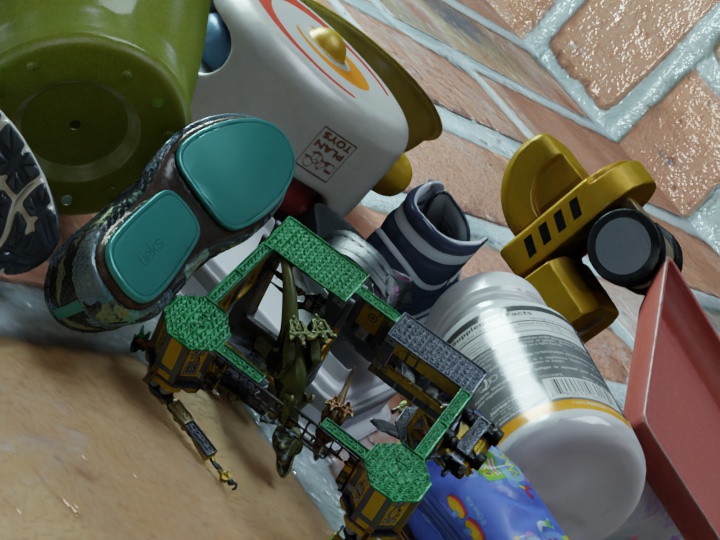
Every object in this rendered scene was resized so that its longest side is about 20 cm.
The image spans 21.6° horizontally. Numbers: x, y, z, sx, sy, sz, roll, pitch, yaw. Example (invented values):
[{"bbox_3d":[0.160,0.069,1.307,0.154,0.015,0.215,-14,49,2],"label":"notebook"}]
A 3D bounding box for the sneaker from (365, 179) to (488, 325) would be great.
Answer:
[{"bbox_3d":[0.056,-0.006,1.422,0.070,0.109,0.200,49,16,18],"label":"sneaker"}]

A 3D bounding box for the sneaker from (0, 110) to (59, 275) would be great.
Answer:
[{"bbox_3d":[-0.225,-0.082,0.966,0.200,0.078,0.086,44,12,-2],"label":"sneaker"}]

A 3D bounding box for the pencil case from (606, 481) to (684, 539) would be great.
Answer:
[{"bbox_3d":[0.214,0.171,1.415,0.083,0.092,0.199,21,-4,39],"label":"pencil case"}]

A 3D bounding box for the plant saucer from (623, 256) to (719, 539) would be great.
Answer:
[{"bbox_3d":[0.246,0.124,1.365,0.201,0.036,0.200,56,29,-23],"label":"plant saucer"}]

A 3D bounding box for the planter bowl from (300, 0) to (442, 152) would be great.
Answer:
[{"bbox_3d":[-0.038,-0.136,1.515,0.199,0.084,0.201,34,-12,8],"label":"planter bowl"}]

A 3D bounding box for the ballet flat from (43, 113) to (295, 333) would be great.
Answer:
[{"bbox_3d":[-0.105,-0.026,1.009,0.074,0.074,0.200,44,35,3],"label":"ballet flat"}]

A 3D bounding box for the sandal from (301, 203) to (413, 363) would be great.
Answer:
[{"bbox_3d":[-0.001,-0.001,1.215,0.075,0.048,0.201,37,15,-24],"label":"sandal"}]

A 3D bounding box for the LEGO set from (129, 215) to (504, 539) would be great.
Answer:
[{"bbox_3d":[-0.031,0.078,1.040,0.199,0.116,0.154,30,45,2],"label":"LEGO set"}]

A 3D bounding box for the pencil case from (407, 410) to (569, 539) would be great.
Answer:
[{"bbox_3d":[0.089,0.173,1.093,0.087,0.078,0.201,18,30,-55],"label":"pencil case"}]

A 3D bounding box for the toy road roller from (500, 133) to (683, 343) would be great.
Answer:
[{"bbox_3d":[0.147,-0.014,1.477,0.147,0.199,0.123,54,12,15],"label":"toy road roller"}]

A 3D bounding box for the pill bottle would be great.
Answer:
[{"bbox_3d":[0.112,0.093,1.295,0.116,0.116,0.201,35,17,-30],"label":"pill bottle"}]

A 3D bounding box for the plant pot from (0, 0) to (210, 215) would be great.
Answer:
[{"bbox_3d":[-0.170,-0.143,1.091,0.200,0.200,0.194,32,30,-36],"label":"plant pot"}]

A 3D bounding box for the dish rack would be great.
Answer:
[{"bbox_3d":[-0.054,0.020,1.199,0.200,0.044,0.171,46,16,9],"label":"dish rack"}]

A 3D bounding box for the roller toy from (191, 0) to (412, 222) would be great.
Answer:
[{"bbox_3d":[-0.060,-0.116,1.355,0.200,0.140,0.182,46,16,7],"label":"roller toy"}]
